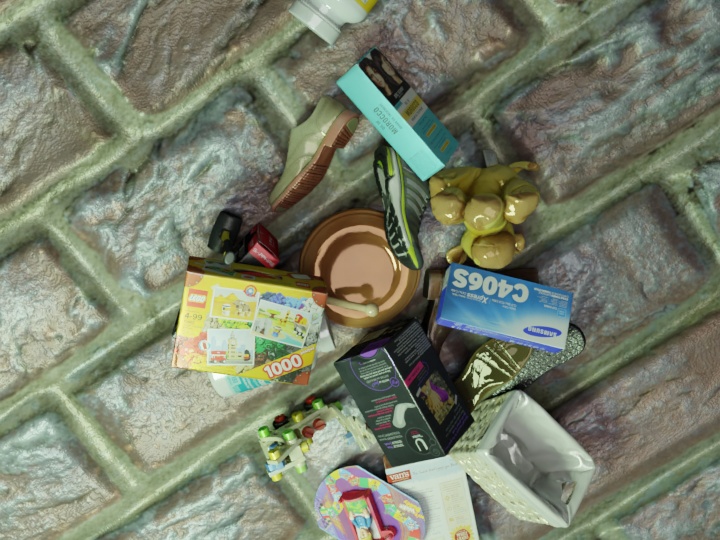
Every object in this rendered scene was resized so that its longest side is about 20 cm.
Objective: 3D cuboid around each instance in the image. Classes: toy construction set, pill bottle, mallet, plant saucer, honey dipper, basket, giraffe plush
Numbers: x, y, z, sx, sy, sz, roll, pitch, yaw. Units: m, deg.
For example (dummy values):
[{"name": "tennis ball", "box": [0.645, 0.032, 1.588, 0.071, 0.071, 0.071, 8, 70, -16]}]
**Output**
[{"name": "toy construction set", "box": [-0.078, 0.264, 1.343, 0.200, 0.131, 0.092, -12, 99, -28]}, {"name": "pill bottle", "box": [-0.013, -0.433, 1.200, 0.112, 0.112, 0.200, 36, 99, -11]}, {"name": "mallet", "box": [-0.204, -0.032, 1.242, 0.041, 0.200, 0.066, 20, 106, -15]}, {"name": "plant saucer", "box": [0.000, 0.000, 1.344, 0.200, 0.037, 0.200, -1, 104, -3]}, {"name": "honey dipper", "box": [-0.066, 0.045, 1.312, 0.200, 0.038, 0.038, 12, 104, 18]}, {"name": "basket", "box": [0.263, 0.312, 1.369, 0.200, 0.123, 0.136, 43, 60, -11]}, {"name": "pill bottle", "box": [-0.144, 0.123, 1.327, 0.200, 0.111, 0.111, -18, 104, 2]}, {"name": "giraffe plush", "box": [0.193, -0.074, 1.284, 0.172, 0.200, 0.162, 6, 122, 18]}]

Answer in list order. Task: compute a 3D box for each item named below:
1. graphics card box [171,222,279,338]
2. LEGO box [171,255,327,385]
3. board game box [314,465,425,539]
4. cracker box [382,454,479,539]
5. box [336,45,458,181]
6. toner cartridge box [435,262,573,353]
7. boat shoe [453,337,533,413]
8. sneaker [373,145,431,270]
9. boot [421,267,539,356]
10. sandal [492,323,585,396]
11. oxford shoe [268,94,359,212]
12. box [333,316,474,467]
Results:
[{"name": "graphics card box", "box": [-0.208, 0.025, 1.292, 0.051, 0.125, 0.200, 42, 97, -17]}, {"name": "LEGO box", "box": [-0.162, 0.073, 1.206, 0.200, 0.077, 0.149, 9, 106, -12]}, {"name": "board game box", "box": [0.010, 0.427, 1.408, 0.200, 0.039, 0.158, 29, 115, 8]}, {"name": "cracker box", "box": [0.124, 0.405, 1.439, 0.134, 0.058, 0.200, -12, 105, 0]}, {"name": "box", "box": [0.059, -0.238, 1.259, 0.200, 0.082, 0.049, 47, 129, -11]}, {"name": "toner cartridge box", "box": [0.226, 0.059, 1.302, 0.200, 0.043, 0.095, 13, 75, -2]}, {"name": "boat shoe", "box": [0.209, 0.170, 1.367, 0.073, 0.063, 0.201, 41, 108, 12]}, {"name": "sneaker", "box": [0.079, -0.100, 1.292, 0.081, 0.074, 0.200, -9, 89, -17]}, {"name": "boot", "box": [0.202, 0.084, 1.368, 0.200, 0.064, 0.187, 1, 106, -9]}, {"name": "sandal", "box": [0.283, 0.150, 1.386, 0.200, 0.045, 0.075, -30, 88, 19]}, {"name": "oxford shoe", "box": [-0.086, -0.180, 1.291, 0.074, 0.071, 0.200, 41, 99, 14]}, {"name": "box", "box": [0.070, 0.195, 1.325, 0.122, 0.106, 0.200, -23, 99, 42]}]
